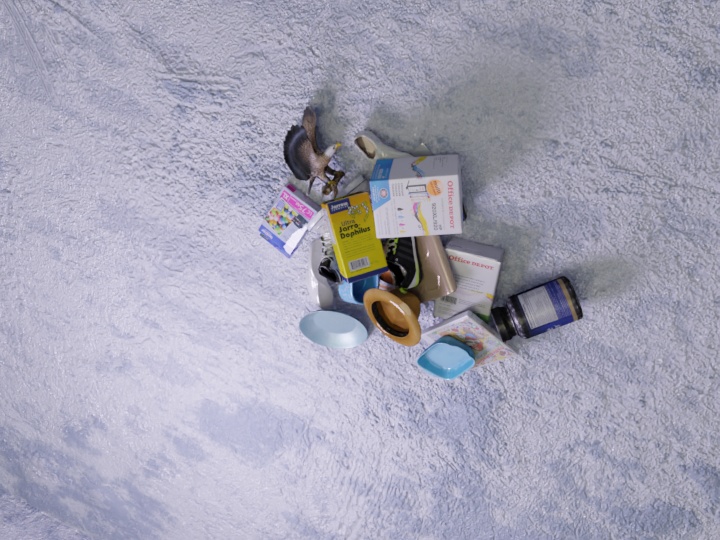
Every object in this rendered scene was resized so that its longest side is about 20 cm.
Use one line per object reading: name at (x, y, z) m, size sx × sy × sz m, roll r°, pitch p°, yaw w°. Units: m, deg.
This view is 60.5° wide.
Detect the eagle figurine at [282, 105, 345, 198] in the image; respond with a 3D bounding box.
eagle figurine at (-0.117, -0.290, 1.546) m, size 0.151 × 0.152 × 0.200 m, roll -47°, pitch 112°, yaw -9°

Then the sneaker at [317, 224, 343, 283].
sneaker at (-0.077, -0.059, 1.650) m, size 0.075 × 0.115 × 0.201 m, roll -11°, pitch 109°, yaw 28°

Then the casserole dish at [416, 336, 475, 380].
casserole dish at (0.231, 0.232, 1.654) m, size 0.121 × 0.039 × 0.200 m, roll 29°, pitch 145°, yaw -4°

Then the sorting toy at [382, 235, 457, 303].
sorting toy at (0.151, -0.012, 1.577) m, size 0.200 × 0.036 × 0.186 m, roll -24°, pitch 85°, yaw 51°

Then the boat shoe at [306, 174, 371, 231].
boat shoe at (-0.045, -0.152, 1.599) m, size 0.202 × 0.075 × 0.086 m, roll -40°, pitch 93°, yaw 7°

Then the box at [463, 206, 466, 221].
box at (0.155, -0.165, 1.549) m, size 0.199 × 0.032 × 0.122 m, roll -10°, pitch 114°, yaw 23°

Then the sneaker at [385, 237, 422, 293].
sneaker at (0.096, -0.044, 1.535) m, size 0.072 × 0.083 × 0.201 m, roll -21°, pitch 87°, yaw 51°

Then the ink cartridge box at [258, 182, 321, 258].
ink cartridge box at (-0.204, -0.130, 1.716) m, size 0.119 × 0.042 × 0.200 m, roll 38°, pitch 124°, yaw 2°

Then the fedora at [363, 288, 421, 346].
fedora at (0.098, 0.104, 1.590) m, size 0.200 × 0.082 × 0.201 m, roll 35°, pitch 150°, yaw 24°

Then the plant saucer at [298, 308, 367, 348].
plant saucer at (-0.076, 0.158, 1.771) m, size 0.200 × 0.039 × 0.201 m, roll 6°, pitch 143°, yaw 4°

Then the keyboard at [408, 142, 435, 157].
keyboard at (0.103, -0.239, 1.556) m, size 0.200 × 0.011 × 0.056 m, roll -39°, pitch 91°, yaw 31°

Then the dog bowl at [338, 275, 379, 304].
dog bowl at (0.000, 0.000, 1.643) m, size 0.050 × 0.111 × 0.201 m, roll 28°, pitch 125°, yaw 48°

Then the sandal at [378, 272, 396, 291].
sandal at (0.086, 0.084, 1.686) m, size 0.079 × 0.059 × 0.208 m, roll 6°, pitch 116°, yaw 19°

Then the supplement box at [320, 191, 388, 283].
supplement box at (-0.015, -0.084, 1.518) m, size 0.109 × 0.109 × 0.201 m, roll -17°, pitch 101°, yaw -7°

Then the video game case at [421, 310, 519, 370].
video game case at (0.281, 0.189, 1.615) m, size 0.182 × 0.023 × 0.200 m, roll 37°, pitch 144°, yaw -16°

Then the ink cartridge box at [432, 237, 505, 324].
ink cartridge box at (0.275, 0.031, 1.569) m, size 0.144 × 0.084 × 0.201 m, roll 14°, pitch 120°, yaw 16°

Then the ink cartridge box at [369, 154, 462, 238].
ink cartridge box at (0.135, -0.173, 1.433) m, size 0.199 × 0.145 × 0.148 m, roll -3°, pitch 118°, yaw 10°

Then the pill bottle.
pill bottle at (0.424, 0.099, 1.497) m, size 0.199 × 0.112 × 0.112 m, roll -23°, pitch 105°, yaw 12°

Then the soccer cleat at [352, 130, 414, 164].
soccer cleat at (0.066, -0.272, 1.507) m, size 0.200 × 0.078 × 0.069 m, roll 35°, pitch 121°, yaw 7°

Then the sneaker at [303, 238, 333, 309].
sneaker at (-0.130, 0.006, 1.739) m, size 0.088 × 0.075 × 0.201 m, roll 17°, pitch 115°, yaw 50°
